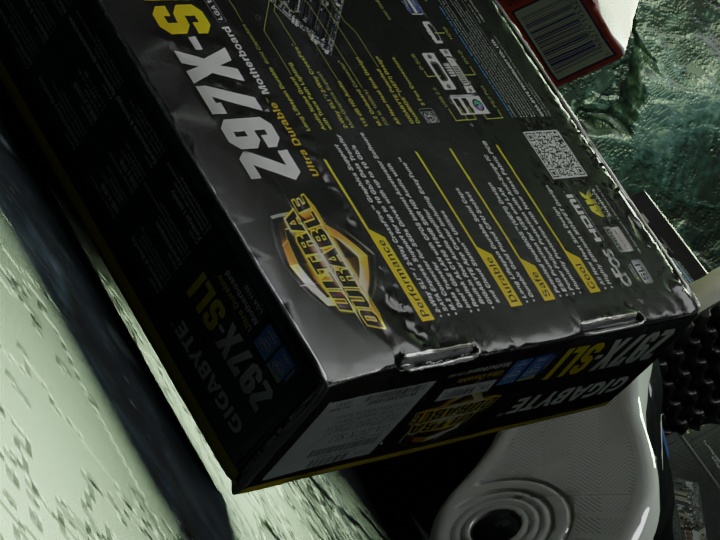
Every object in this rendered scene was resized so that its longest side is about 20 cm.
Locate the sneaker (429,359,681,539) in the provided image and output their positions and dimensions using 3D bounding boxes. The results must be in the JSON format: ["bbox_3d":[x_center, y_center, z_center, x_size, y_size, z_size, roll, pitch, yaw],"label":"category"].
[{"bbox_3d":[0.078,0.101,0.775,0.201,0.072,0.113,-67,147,-53],"label":"sneaker"}]

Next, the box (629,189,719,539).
[{"bbox_3d":[0.116,0.077,1.028,0.201,0.157,0.048,55,-20,28],"label":"box"}]

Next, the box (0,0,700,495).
[{"bbox_3d":[-0.016,-0.047,0.612,0.159,0.049,0.201,-10,61,-47],"label":"box"}]

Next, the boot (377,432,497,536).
[{"bbox_3d":[0.000,0.000,0.870,0.200,0.073,0.151,57,3,-43],"label":"boot"}]

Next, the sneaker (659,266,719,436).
[{"bbox_3d":[0.099,0.036,0.968,0.094,0.199,0.071,51,-7,45],"label":"sneaker"}]

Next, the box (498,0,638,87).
[{"bbox_3d":[0.005,-0.152,0.745,0.201,0.099,0.096,54,31,-23],"label":"box"}]
